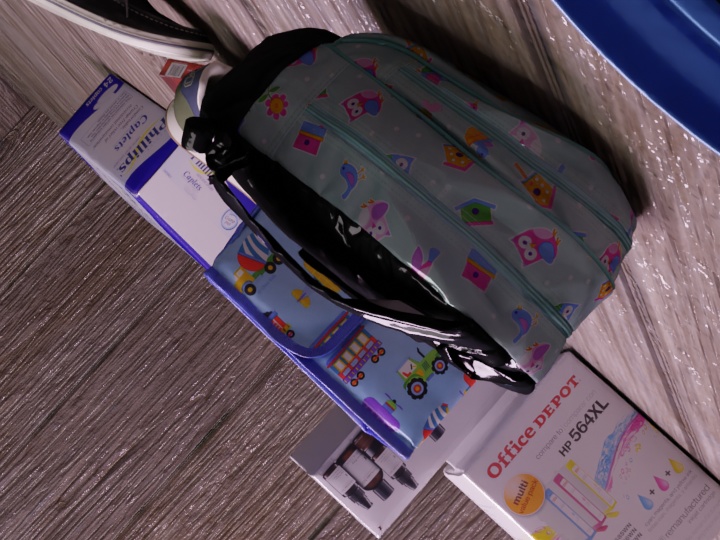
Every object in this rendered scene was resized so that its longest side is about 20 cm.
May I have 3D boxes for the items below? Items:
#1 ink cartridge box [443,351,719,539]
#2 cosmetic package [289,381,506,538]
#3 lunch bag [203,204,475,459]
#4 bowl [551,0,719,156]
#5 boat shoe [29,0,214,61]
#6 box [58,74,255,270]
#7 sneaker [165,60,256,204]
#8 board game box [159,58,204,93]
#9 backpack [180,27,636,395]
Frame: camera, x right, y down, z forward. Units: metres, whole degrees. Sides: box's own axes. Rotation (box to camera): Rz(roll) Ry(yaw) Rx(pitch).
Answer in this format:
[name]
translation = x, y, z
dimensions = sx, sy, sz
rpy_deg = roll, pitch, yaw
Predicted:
[ink cartridge box]
translation = 0.164, 0.160, 1.183
dimensions = 0.200, 0.129, 0.125
rpy_deg = 41, 173, 1
[cosmetic package]
translation = 0.047, 0.097, 1.154
dimensions = 0.083, 0.200, 0.051
rpy_deg = 45, 172, -28
[lunch bag]
translation = 0.000, 0.000, 1.023
dimensions = 0.200, 0.151, 0.094
rpy_deg = 44, 173, -17
[bowl]
translation = 0.107, -0.080, 0.383
dimensions = 0.200, 0.039, 0.201
rpy_deg = 42, 174, 6
[boat shoe]
translation = -0.201, -0.218, 1.190
dimensions = 0.199, 0.062, 0.075
rpy_deg = 27, -173, 8
[box]
translation = -0.244, -0.119, 1.883
dimensions = 0.200, 0.105, 0.184
rpy_deg = 35, 171, 43
[sneaker]
translation = -0.052, -0.086, 1.131
dimensions = 0.200, 0.067, 0.090
rpy_deg = 32, 154, -3
[board game box]
translation = -0.075, -0.101, 1.256
dimensions = 0.103, 0.019, 0.200
rpy_deg = 15, 158, 36
[backpack]
translation = 0.032, -0.032, 0.750
dimensions = 0.200, 0.127, 0.167
rpy_deg = 37, -177, 34
